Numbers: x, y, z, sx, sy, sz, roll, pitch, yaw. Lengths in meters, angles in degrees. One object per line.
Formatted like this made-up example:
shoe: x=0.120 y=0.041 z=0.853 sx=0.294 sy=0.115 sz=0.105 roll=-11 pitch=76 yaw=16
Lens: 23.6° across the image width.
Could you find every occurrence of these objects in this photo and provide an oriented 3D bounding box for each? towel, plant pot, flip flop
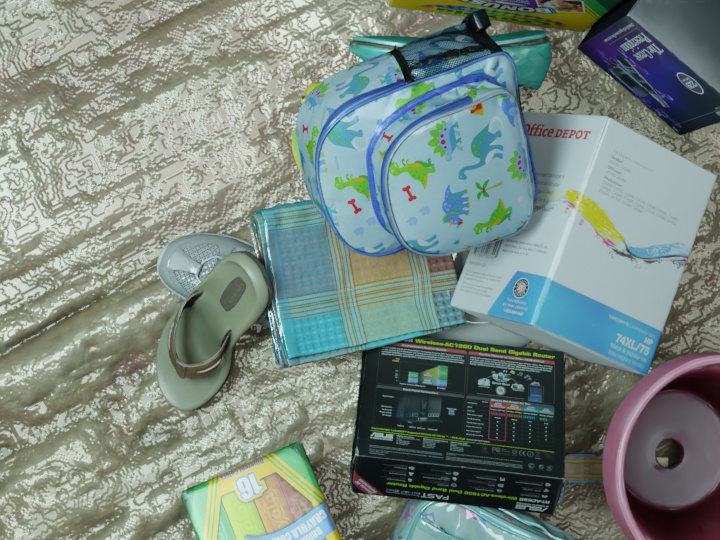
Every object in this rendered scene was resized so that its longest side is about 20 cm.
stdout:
towel: x=0.000 y=0.000 z=1.612 sx=0.198 sy=0.022 sz=0.148 roll=-11 pitch=88 yaw=-25
plant pot: x=0.309 y=0.173 z=1.597 sx=0.197 sy=0.179 sz=0.203 roll=0 pitch=91 yaw=-6
flip flop: x=-0.145 y=0.060 z=1.597 sx=0.081 sy=0.200 sz=0.057 roll=46 pitch=42 yaw=8

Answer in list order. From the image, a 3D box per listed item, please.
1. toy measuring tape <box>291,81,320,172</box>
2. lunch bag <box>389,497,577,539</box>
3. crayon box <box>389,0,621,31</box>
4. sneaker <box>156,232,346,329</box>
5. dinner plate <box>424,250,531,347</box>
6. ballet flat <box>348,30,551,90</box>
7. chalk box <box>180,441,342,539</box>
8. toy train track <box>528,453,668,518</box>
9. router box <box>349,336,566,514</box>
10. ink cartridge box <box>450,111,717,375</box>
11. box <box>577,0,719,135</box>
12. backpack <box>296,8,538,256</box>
toy measuring tape: x=-0.021 y=-0.081 z=1.649 sx=0.073 sy=0.074 sz=0.202 roll=-16 pitch=92 yaw=-6
lunch bag: x=0.114 y=0.293 z=1.640 sx=0.198 sy=0.077 sz=0.162 roll=24 pitch=106 yaw=-5
crayon box: x=0.136 y=-0.276 z=1.616 sx=0.198 sy=0.173 sz=0.059 roll=7 pitch=86 yaw=-5
sneaker: x=-0.096 y=0.014 z=1.636 sx=0.198 sy=0.082 sz=0.076 roll=17 pitch=87 yaw=-6
dinner plate: x=0.114 y=-0.014 z=1.689 sx=0.198 sy=0.024 sz=0.203 roll=0 pitch=89 yaw=-7
ballet flat: x=0.088 y=-0.193 z=1.668 sx=0.197 sy=0.067 sz=0.071 roll=-2 pitch=104 yaw=-4
chalk box: x=-0.069 y=0.282 z=1.590 sx=0.124 sy=0.124 sz=0.202 roll=-23 pitch=73 yaw=-6
toy train track: x=0.202 y=0.193 z=1.692 sx=0.197 sy=0.033 sz=0.116 roll=1 pitch=87 yaw=-8
router box: x=0.092 y=0.141 z=1.617 sx=0.197 sy=0.062 sz=0.151 roll=7 pitch=49 yaw=0
ink cartridge box: x=0.208 y=-0.029 z=1.613 sx=0.145 sy=0.146 sz=0.202 roll=23 pitch=85 yaw=-28
box: x=0.298 y=-0.207 z=1.618 sx=0.141 sy=0.200 sz=0.079 roll=37 pitch=86 yaw=-3
backpack: x=0.051 y=-0.104 z=1.526 sx=0.198 sy=0.147 sz=0.185 roll=-18 pitch=123 yaw=-7
